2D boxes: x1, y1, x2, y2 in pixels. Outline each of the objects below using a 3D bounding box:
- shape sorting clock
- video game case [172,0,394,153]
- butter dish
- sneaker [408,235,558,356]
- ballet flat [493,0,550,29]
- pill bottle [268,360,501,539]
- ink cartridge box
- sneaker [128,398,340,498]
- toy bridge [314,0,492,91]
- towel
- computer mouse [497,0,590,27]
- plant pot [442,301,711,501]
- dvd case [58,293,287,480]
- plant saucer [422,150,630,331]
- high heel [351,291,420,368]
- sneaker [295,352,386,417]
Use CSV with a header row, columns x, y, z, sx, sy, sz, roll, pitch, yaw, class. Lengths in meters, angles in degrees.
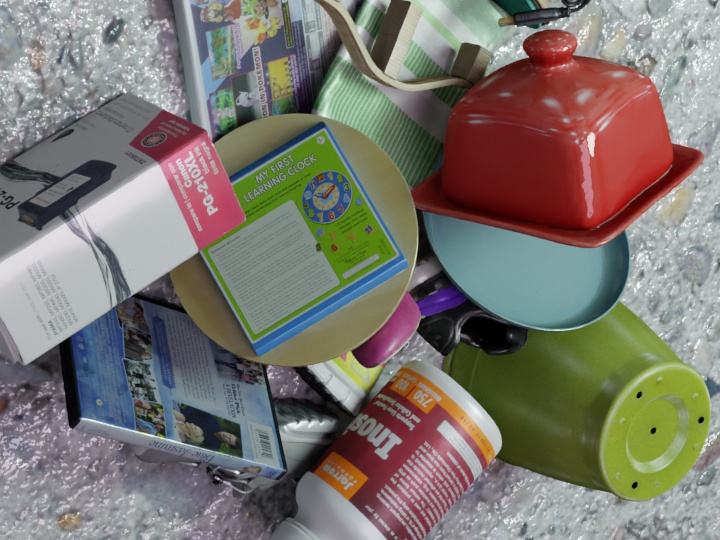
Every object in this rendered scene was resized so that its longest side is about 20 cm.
x,y,z,sx,sy,sz,roll,pitch,yaw,class
-0.053,-0.024,1.378,0.198,0.039,0.202,-1,81,3,shape sorting clock
-0.057,-0.159,1.432,0.181,0.023,0.202,-20,118,-26,video game case
0.158,-0.125,1.446,0.200,0.198,0.149,-34,129,-43,butter dish
0.125,0.025,1.554,0.199,0.100,0.070,-20,159,-32,sneaker
0.108,-0.280,1.470,0.200,0.068,0.068,37,82,-38,ballet flat
0.019,0.183,1.501,0.200,0.113,0.113,-47,126,-14,pill bottle
-0.209,-0.036,1.299,0.199,0.144,0.085,-34,121,-19,ink cartridge box
-0.104,0.156,1.483,0.198,0.075,0.083,4,104,-35,sneaker
0.026,-0.184,1.418,0.199,0.027,0.068,24,88,-44,toy bridge
0.039,-0.161,1.469,0.152,0.023,0.201,35,81,-43,towel
0.095,-0.252,1.420,0.198,0.046,0.141,-10,138,3,computer mouse
0.208,0.113,1.601,0.199,0.193,0.202,-12,113,-29,plant pot
-0.150,0.084,1.396,0.199,0.144,0.018,19,131,-36,dvd case
0.141,-0.030,1.534,0.199,0.201,0.027,-11,155,-30,plant saucer
0.000,0.000,1.428,0.067,0.201,0.096,-29,113,20,high heel
-0.036,0.037,1.489,0.090,0.078,0.200,-48,137,-9,sneaker
